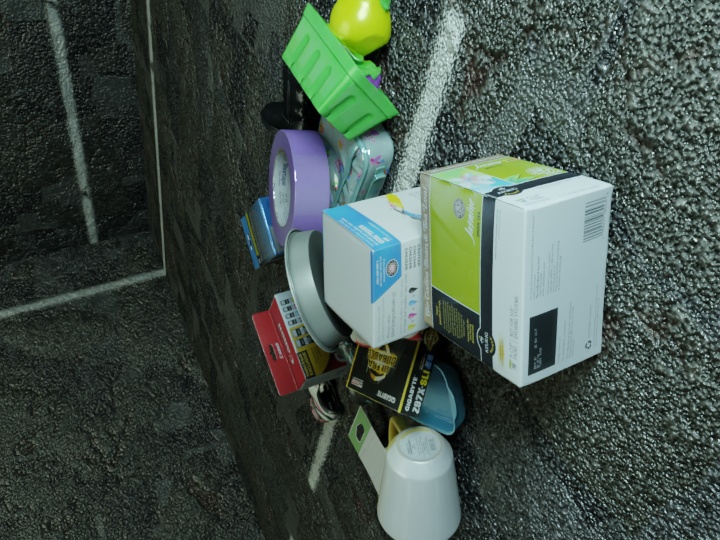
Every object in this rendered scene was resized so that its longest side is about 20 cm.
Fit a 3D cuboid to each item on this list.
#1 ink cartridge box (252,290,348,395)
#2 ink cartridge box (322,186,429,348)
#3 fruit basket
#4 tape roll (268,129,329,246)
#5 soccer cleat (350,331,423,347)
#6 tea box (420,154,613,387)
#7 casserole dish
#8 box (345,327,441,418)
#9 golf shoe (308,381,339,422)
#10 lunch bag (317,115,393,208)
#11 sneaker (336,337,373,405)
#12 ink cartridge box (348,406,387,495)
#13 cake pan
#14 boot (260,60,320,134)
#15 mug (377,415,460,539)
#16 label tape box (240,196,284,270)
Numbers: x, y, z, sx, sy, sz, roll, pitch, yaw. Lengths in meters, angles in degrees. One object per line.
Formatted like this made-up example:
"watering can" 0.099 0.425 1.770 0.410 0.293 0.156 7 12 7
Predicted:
"ink cartridge box" -0.126 0.148 1.452 0.204 0.171 0.084 65 153 18
"ink cartridge box" 0.063 -0.014 0.929 0.144 0.195 0.151 36 136 49
"fruit basket" -0.008 -0.342 1.016 0.211 0.155 0.222 -13 65 29
"tape roll" -0.113 -0.147 1.182 0.199 0.064 0.207 178 90 -69
"soccer cleat" 0.029 0.081 1.065 0.198 0.084 0.070 -11 52 57
"tea box" 0.173 -0.011 0.774 0.196 0.130 0.206 33 132 54
"casserole dish" 0.119 0.203 1.122 0.199 0.038 0.125 3 106 64
"box" 0.055 0.146 1.127 0.199 0.048 0.164 6 77 64
"golf shoe" -0.104 0.267 1.603 0.204 0.071 0.092 62 147 6
"lunch bag" -0.018 -0.190 1.148 0.163 0.075 0.202 62 152 26
"sneaker" -0.001 0.173 1.343 0.078 0.074 0.205 -14 97 52
"ink cartridge box" 0.048 0.393 1.366 0.203 0.047 0.147 61 152 29
"cake pan" -0.059 0.026 1.043 0.200 0.036 0.206 -19 -89 -75
"boot" -0.140 -0.348 1.328 0.198 0.072 0.166 43 143 38
"mug" 0.085 0.345 1.119 0.183 0.148 0.157 21 127 35
"label tape box" -0.238 -0.095 1.687 0.199 0.062 0.148 -23 83 65
